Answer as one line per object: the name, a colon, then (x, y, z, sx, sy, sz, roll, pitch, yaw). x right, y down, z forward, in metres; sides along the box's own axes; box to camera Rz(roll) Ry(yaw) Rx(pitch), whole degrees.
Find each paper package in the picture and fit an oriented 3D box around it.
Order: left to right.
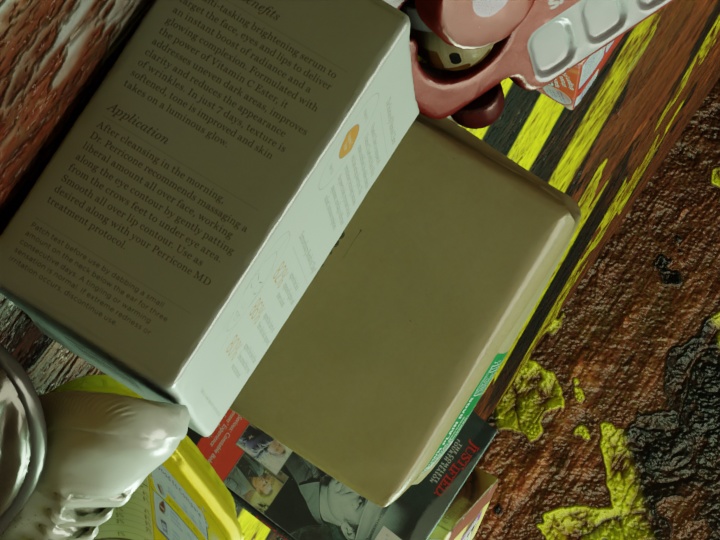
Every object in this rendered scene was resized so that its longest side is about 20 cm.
paper package: (0.000, 0.000, 1.364, 0.200, 0.190, 0.103, -58, 170, 8)

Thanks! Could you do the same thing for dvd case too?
dvd case: (-0.026, 0.100, 1.543, 0.146, 0.200, 0.022, -56, -168, -18)

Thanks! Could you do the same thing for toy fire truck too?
toy fire truck: (0.080, -0.156, 1.277, 0.200, 0.112, 0.168, -35, 138, -11)

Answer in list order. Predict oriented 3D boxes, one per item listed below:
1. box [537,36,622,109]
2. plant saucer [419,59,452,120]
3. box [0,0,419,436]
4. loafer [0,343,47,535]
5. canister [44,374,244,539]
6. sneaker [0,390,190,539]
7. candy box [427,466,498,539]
box: (0.171, -0.233, 1.768, 0.200, 0.095, 0.100, -56, 170, -13)
plant saucer: (0.020, -0.074, 1.700, 0.200, 0.032, 0.200, -56, 171, -14)
box: (-0.069, -0.041, 1.135, 0.200, 0.106, 0.152, -58, 171, -9)
loafer: (-0.194, 0.104, 1.064, 0.071, 0.073, 0.200, -33, 153, -45)
canister: (-0.115, 0.170, 1.218, 0.086, 0.149, 0.200, -26, -143, 11)
sneaker: (-0.138, 0.110, 1.109, 0.200, 0.075, 0.089, -28, -124, 55)
candy box: (-0.017, 0.134, 1.650, 0.057, 0.200, 0.117, -68, 167, 19)
